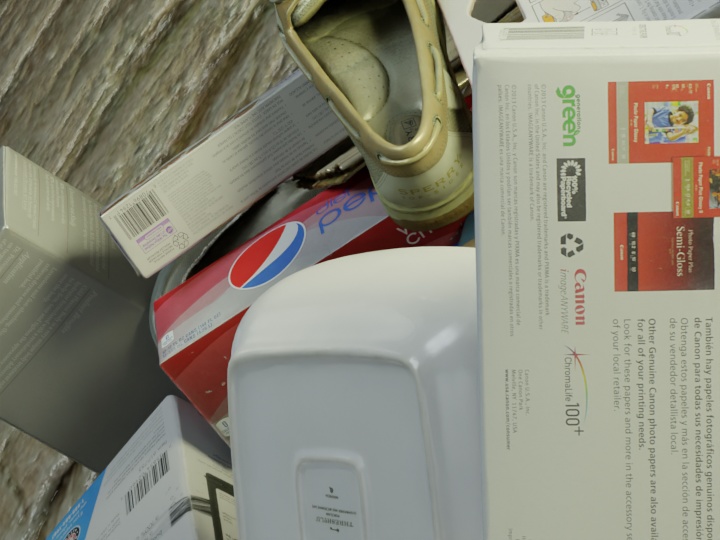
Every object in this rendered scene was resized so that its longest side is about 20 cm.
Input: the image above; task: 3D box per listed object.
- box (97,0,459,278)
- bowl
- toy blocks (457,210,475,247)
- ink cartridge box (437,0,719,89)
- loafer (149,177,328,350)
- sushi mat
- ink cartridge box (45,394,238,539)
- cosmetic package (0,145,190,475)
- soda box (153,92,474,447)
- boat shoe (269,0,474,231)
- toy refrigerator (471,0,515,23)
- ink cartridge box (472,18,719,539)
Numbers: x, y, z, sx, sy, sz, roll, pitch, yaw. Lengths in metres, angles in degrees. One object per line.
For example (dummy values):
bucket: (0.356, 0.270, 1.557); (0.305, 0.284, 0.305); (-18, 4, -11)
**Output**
box: (-0.037, -0.069, 1.339); (0.200, 0.041, 0.039); (-37, 8, -3)
bowl: (0.015, 0.092, 1.118); (0.200, 0.075, 0.200); (-1, 95, 51)
toy blocks: (0.071, 0.017, 1.223); (0.200, 0.100, 0.137); (-34, 24, 37)
ink cartridge box: (0.125, -0.141, 1.268); (0.176, 0.045, 0.200); (-30, 31, 9)
loafer: (-0.029, -0.022, 1.404); (0.200, 0.075, 0.070); (-49, 15, -23)
sushi mat: (0.053, -0.101, 1.349); (0.200, 0.012, 0.096); (-37, 10, -15)
ink cartridge box: (-0.089, 0.166, 1.309); (0.116, 0.068, 0.200); (-49, 26, 20)
cosmetic package: (-0.135, 0.037, 1.445); (0.107, 0.200, 0.090); (-45, 30, 21)
soda box: (0.000, 0.000, 1.315); (0.200, 0.070, 0.063); (-33, 27, 10)
boat shoe: (0.001, -0.108, 1.275); (0.073, 0.063, 0.201); (-25, 53, 6)
toy refrigerator: (0.073, -0.181, 1.443); (0.200, 0.070, 0.076); (-39, 18, 40)
ink cartridge box: (0.129, 0.015, 0.971); (0.084, 0.175, 0.200); (-67, -23, -77)
